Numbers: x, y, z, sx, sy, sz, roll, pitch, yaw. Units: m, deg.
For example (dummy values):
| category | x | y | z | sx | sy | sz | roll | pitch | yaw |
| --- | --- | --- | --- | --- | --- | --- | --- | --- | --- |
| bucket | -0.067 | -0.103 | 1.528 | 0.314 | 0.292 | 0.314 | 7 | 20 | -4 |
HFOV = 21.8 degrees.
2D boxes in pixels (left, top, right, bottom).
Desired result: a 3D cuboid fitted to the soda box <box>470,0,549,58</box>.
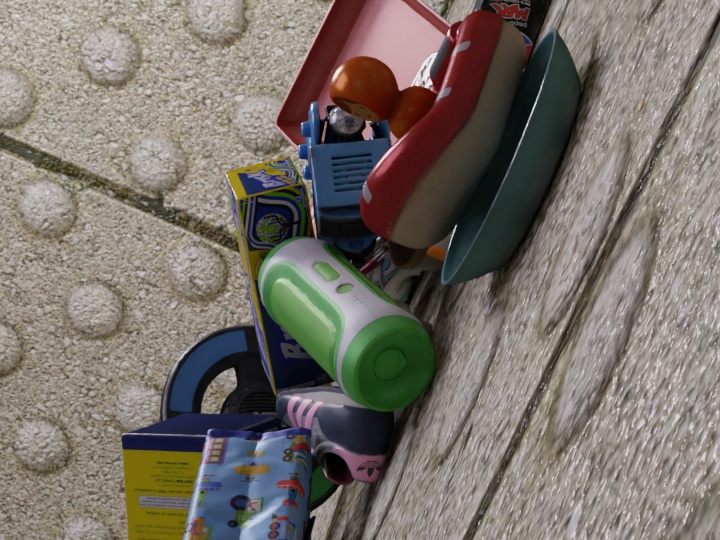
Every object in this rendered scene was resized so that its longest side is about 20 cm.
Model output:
| category | x | y | z | sx | sy | sz | roll | pitch | yaw |
| --- | --- | --- | --- | --- | --- | --- | --- | --- | --- |
| soda box | 0.120 | -0.193 | 1.792 | 0.071 | 0.063 | 0.201 | 125 | 167 | -67 |

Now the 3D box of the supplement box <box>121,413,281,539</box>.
| category | x | y | z | sx | sy | sz | roll | pitch | yaw |
| --- | --- | --- | --- | --- | --- | --- | --- | --- | --- |
| supplement box | -0.136 | 0.236 | 1.687 | 0.109 | 0.109 | 0.201 | -15 | -78 | -63 |

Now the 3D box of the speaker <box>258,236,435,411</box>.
| category | x | y | z | sx | sy | sz | roll | pitch | yaw |
| --- | --- | --- | --- | --- | --- | --- | --- | --- | --- |
| speaker | -0.014 | 0.041 | 1.541 | 0.200 | 0.088 | 0.089 | 42 | 111 | 56 |

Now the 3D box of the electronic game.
| category | x | y | z | sx | sy | sz | roll | pitch | yaw |
| --- | --- | --- | --- | --- | --- | --- | --- | --- | --- |
| electronic game | -0.098 | 0.147 | 1.814 | 0.042 | 0.199 | 0.201 | -46 | 19 | 56 |

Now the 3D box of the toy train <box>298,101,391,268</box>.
| category | x | y | z | sx | sy | sz | roll | pitch | yaw |
| --- | --- | --- | --- | --- | --- | --- | --- | --- | --- |
| toy train | -0.009 | -0.075 | 1.638 | 0.200 | 0.086 | 0.115 | 93 | 173 | -72 |

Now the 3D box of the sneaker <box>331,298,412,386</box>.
| category | x | y | z | sx | sy | sz | roll | pitch | yaw |
| --- | --- | --- | --- | --- | --- | --- | --- | --- | --- |
| sneaker | -0.003 | 0.057 | 1.740 | 0.200 | 0.074 | 0.082 | 120 | 131 | -62 |

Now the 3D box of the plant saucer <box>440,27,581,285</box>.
| category | x | y | z | sx | sy | sz | roll | pitch | yaw |
| --- | --- | --- | --- | --- | --- | --- | --- | --- | --- |
| plant saucer | 0.114 | -0.075 | 1.349 | 0.200 | 0.036 | 0.201 | -156 | 90 | -86 |

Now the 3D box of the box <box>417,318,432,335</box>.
| category | x | y | z | sx | sy | sz | roll | pitch | yaw |
| --- | --- | --- | --- | --- | --- | --- | --- | --- | --- |
| box | 0.013 | 0.108 | 1.682 | 0.200 | 0.041 | 0.039 | 118 | 173 | -51 |

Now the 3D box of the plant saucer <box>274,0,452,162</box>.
| category | x | y | z | sx | sy | sz | roll | pitch | yaw |
| --- | --- | --- | --- | --- | --- | --- | --- | --- | --- |
| plant saucer | 0.012 | -0.180 | 1.815 | 0.200 | 0.037 | 0.200 | 47 | 116 | 48 |

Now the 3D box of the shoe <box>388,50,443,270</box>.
| category | x | y | z | sx | sy | sz | roll | pitch | yaw |
| --- | --- | --- | --- | --- | --- | --- | --- | --- | --- |
| shoe | 0.068 | -0.097 | 1.701 | 0.070 | 0.053 | 0.201 | 9 | 90 | 60 |

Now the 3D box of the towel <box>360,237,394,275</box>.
| category | x | y | z | sx | sy | sz | roll | pitch | yaw |
| --- | --- | --- | --- | --- | --- | --- | --- | --- | --- |
| towel | 0.000 | 0.000 | 1.820 | 0.200 | 0.023 | 0.144 | -41 | -1 | 36 |

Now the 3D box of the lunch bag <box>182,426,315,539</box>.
| category | x | y | z | sx | sy | sz | roll | pitch | yaw |
| --- | --- | --- | --- | --- | --- | --- | --- | --- | --- |
| lunch bag | -0.083 | 0.256 | 1.574 | 0.151 | 0.094 | 0.201 | -81 | -13 | -52 |

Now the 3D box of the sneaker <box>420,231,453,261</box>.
| category | x | y | z | sx | sy | sz | roll | pitch | yaw |
| --- | --- | --- | --- | --- | --- | --- | --- | --- | --- |
| sneaker | 0.091 | -0.100 | 1.584 | 0.092 | 0.075 | 0.201 | 125 | 168 | -52 |

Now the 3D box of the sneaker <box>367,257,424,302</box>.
| category | x | y | z | sx | sy | sz | roll | pitch | yaw |
| --- | --- | --- | --- | --- | --- | --- | --- | --- | --- |
| sneaker | 0.031 | -0.029 | 1.913 | 0.078 | 0.086 | 0.200 | -70 | 5 | -48 |

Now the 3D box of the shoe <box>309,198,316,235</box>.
| category | x | y | z | sx | sy | sz | roll | pitch | yaw |
| --- | --- | --- | --- | --- | --- | --- | --- | --- | --- |
| shoe | -0.025 | -0.066 | 1.883 | 0.091 | 0.071 | 0.200 | -30 | 25 | 35 |

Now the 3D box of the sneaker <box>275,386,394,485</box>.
| category | x | y | z | sx | sy | sz | roll | pitch | yaw |
| --- | --- | --- | --- | --- | --- | --- | --- | --- | --- |
| sneaker | -0.028 | 0.143 | 1.615 | 0.200 | 0.070 | 0.083 | 164 | 109 | -71 |

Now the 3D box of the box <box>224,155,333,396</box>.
| category | x | y | z | sx | sy | sz | roll | pitch | yaw |
| --- | --- | --- | --- | --- | --- | --- | --- | --- | --- |
| box | -0.069 | 0.007 | 1.672 | 0.070 | 0.064 | 0.201 | -120 | 17 | -62 |

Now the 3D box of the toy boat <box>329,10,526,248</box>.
| category | x | y | z | sx | sy | sz | roll | pitch | yaw |
| --- | --- | --- | --- | --- | --- | --- | --- | --- | --- |
| toy boat | 0.038 | -0.116 | 1.396 | 0.131 | 0.130 | 0.200 | 116 | 176 | -48 |
